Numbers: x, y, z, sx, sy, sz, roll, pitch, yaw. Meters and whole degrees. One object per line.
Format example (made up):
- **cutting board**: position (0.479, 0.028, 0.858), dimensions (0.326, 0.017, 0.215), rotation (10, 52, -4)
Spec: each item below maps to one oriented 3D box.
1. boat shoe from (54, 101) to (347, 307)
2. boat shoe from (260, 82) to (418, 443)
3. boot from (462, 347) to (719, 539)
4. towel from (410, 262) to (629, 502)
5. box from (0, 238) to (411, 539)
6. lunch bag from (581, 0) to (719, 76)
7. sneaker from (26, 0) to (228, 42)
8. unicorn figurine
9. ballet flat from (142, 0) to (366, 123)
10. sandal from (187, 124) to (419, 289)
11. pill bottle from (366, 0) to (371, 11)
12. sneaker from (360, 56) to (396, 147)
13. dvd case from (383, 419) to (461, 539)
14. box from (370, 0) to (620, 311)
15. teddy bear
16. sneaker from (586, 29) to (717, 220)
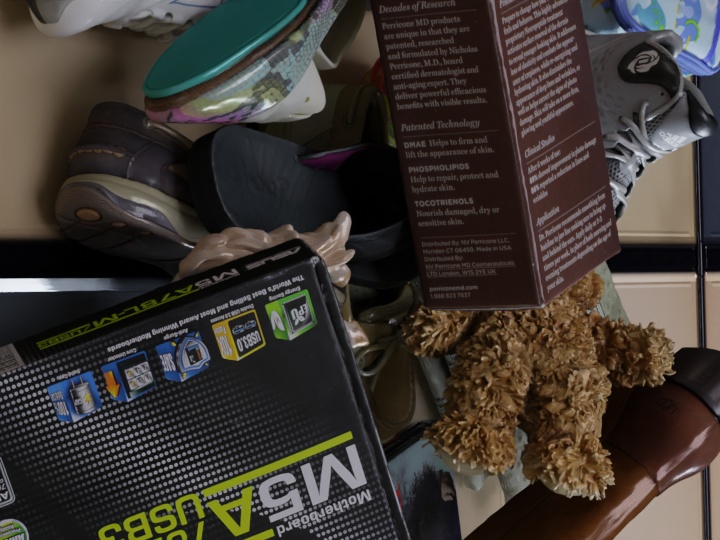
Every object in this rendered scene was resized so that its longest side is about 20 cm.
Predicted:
- **boat shoe**: position (-0.068, -0.030, 1.380), dimensions (0.200, 0.074, 0.074), rotation (28, 66, -53)
- **boat shoe**: position (0.001, -0.002, 1.486), dimensions (0.073, 0.063, 0.202), rotation (-26, 109, -53)
- **boot**: position (0.103, 0.125, 1.525), dimensions (0.200, 0.188, 0.069), rotation (-42, 114, -24)
- **towel**: position (0.088, 0.018, 1.648), dimensions (0.193, 0.034, 0.200), rotation (-55, 129, -45)
- **box**: position (-0.086, 0.108, 1.273), dimensions (0.199, 0.048, 0.194), rotation (-20, 108, -10)
- **lunch bag**: position (0.180, -0.226, 1.744), dimensions (0.161, 0.082, 0.201), rotation (27, 68, -55)
- **sneaker**: position (-0.089, -0.146, 1.360), dimensions (0.200, 0.074, 0.087), rotation (-34, 121, -50)
- **unicorn figurine**: position (-0.072, 0.060, 1.333), dimensions (0.137, 0.074, 0.201), rotation (-7, 115, -31)
- **ballet flat**: position (-0.033, -0.118, 1.348), dimensions (0.200, 0.069, 0.071), rotation (-57, 133, -38)
- **sandal**: position (-0.007, -0.033, 1.376), dimensions (0.200, 0.048, 0.076), rotation (4, 69, -56)
- **pill bottle**: position (0.038, -0.244, 1.510), dimensions (0.112, 0.112, 0.201), rotation (1, 88, -55)
- **sneaker**: position (0.034, -0.097, 1.501), dimensions (0.078, 0.090, 0.200), rotation (-64, 154, -18)
- **dvd case**: position (0.017, 0.171, 1.498), dimensions (0.200, 0.022, 0.147), rotation (-23, 108, -67)
- **box**: position (0.065, -0.089, 1.381), dimensions (0.100, 0.075, 0.201), rotation (-31, 116, -56)
- **teddy bear**: position (0.091, 0.039, 1.470), dimensions (0.200, 0.145, 0.067), rotation (-57, 161, -44)
- **sneaker**: position (0.147, -0.062, 1.613), dimensions (0.075, 0.115, 0.201), rotation (42, 51, -45)
